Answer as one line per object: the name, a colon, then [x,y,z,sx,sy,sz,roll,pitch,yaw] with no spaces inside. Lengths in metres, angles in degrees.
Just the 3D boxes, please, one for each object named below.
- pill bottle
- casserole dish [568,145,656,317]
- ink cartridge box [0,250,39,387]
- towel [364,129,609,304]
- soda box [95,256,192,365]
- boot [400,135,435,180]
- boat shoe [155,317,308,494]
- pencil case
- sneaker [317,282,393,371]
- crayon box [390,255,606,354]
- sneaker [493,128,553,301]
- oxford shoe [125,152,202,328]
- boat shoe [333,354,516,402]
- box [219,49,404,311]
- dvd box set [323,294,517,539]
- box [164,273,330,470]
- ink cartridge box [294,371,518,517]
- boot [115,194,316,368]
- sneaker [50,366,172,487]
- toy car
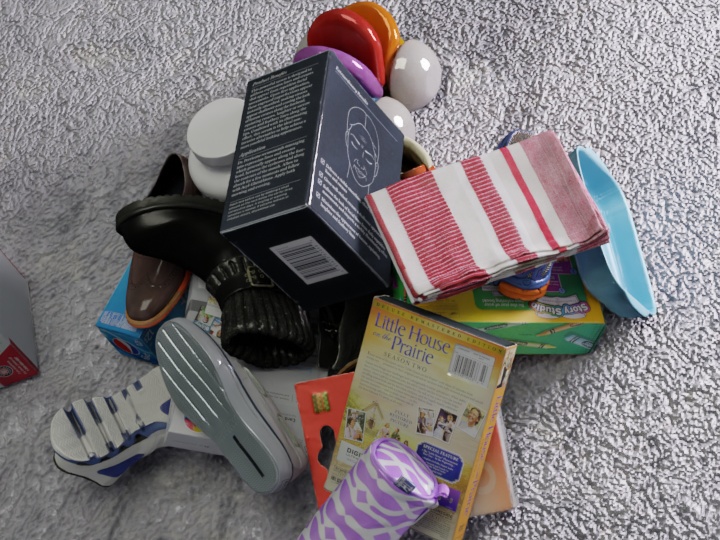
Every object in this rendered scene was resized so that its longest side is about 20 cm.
pill bottle: [-0.114,-0.097,1.662,0.112,0.200,0.113,-9,56,14]
casserole dish: [0.245,-0.034,1.560,0.039,0.121,0.200,-26,53,24]
ink cartridge box: [-0.488,0.061,1.722,0.200,0.145,0.145,-21,55,6]
towel: [0.119,-0.054,1.461,0.199,0.023,0.144,-19,53,-7]
soda box: [-0.213,0.001,1.715,0.064,0.068,0.200,14,64,28]
boot: [0.073,-0.056,1.633,0.075,0.107,0.200,-27,57,-7]
boat shoe: [-0.127,0.131,1.517,0.074,0.067,0.200,-39,79,31]
pencil case: [-0.004,0.246,1.432,0.200,0.085,0.084,-52,11,23]
sneaker: [-0.002,0.000,1.593,0.060,0.104,0.200,6,98,47]
crayon box: [0.135,0.020,1.542,0.199,0.058,0.119,1,54,-14]
sneaker: [0.171,-0.067,1.528,0.075,0.079,0.200,8,52,-12]
oxford shoe: [-0.219,-0.034,1.651,0.071,0.073,0.200,0,59,20]
boat shoe: [0.064,0.097,1.556,0.200,0.074,0.076,-26,54,-2]
box: [-0.043,-0.089,1.531,0.107,0.148,0.200,-16,49,29]
dvd box set: [0.054,0.140,1.451,0.146,0.029,0.201,19,103,26]
box: [-0.111,0.097,1.596,0.155,0.041,0.200,11,58,-10]
ink cartridge box: [0.041,0.167,1.493,0.199,0.050,0.163,-12,86,8]
boot: [-0.147,0.012,1.562,0.210,0.079,0.158,7,59,-15]
sneaker: [-0.239,0.165,1.608,0.199,0.115,0.081,-15,70,-28]
toy car: [-0.017,-0.215,1.737,0.175,0.150,0.200,13,64,25]
